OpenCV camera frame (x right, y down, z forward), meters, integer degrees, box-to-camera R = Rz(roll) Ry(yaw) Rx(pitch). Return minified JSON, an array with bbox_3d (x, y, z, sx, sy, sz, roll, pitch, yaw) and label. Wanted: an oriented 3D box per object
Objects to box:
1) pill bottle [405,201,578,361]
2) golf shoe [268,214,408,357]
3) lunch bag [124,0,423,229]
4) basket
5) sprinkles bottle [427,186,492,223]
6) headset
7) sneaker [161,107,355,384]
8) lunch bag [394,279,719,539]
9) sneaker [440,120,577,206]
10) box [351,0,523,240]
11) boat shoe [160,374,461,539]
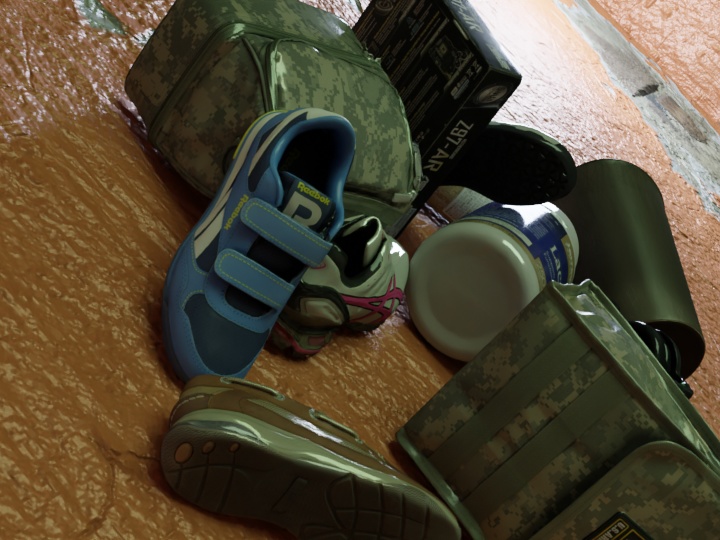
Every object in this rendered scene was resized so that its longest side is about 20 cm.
[{"bbox_3d":[0.125,-0.001,0.965,0.116,0.116,0.200,47,27,7],"label":"pill bottle"},{"bbox_3d":[0.000,0.000,0.816,0.073,0.092,0.200,44,25,8],"label":"golf shoe"},{"bbox_3d":[-0.056,-0.113,0.849,0.199,0.139,0.169,8,45,-51],"label":"lunch bag"},{"bbox_3d":[0.273,0.017,1.131,0.201,0.134,0.181,-96,166,-44],"label":"basket"},{"bbox_3d":[0.116,-0.068,1.103,0.199,0.068,0.068,39,27,-10],"label":"sprinkles bottle"},{"bbox_3d":[0.206,0.073,0.940,0.123,0.094,0.200,34,10,-11],"label":"headset"},{"bbox_3d":[-0.061,-0.019,0.682,0.074,0.082,0.202,30,69,-31],"label":"sneaker"},{"bbox_3d":[0.150,0.135,0.747,0.201,0.164,0.117,52,22,17],"label":"lunch bag"},{"bbox_3d":[0.109,-0.112,0.980,0.198,0.073,0.083,14,31,32],"label":"sneaker"},{"bbox_3d":[0.032,-0.146,0.948,0.043,0.200,0.161,7,42,-42],"label":"box"},{"bbox_3d":[-0.022,0.115,0.638,0.199,0.076,0.072,32,26,-26],"label":"boat shoe"}]
